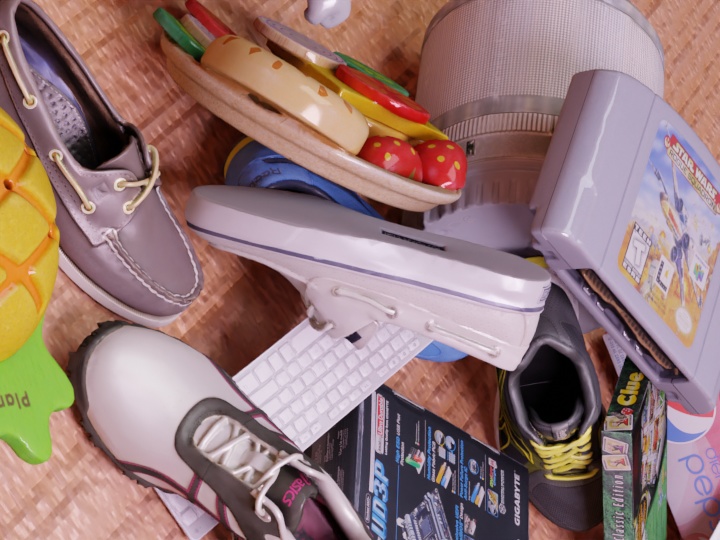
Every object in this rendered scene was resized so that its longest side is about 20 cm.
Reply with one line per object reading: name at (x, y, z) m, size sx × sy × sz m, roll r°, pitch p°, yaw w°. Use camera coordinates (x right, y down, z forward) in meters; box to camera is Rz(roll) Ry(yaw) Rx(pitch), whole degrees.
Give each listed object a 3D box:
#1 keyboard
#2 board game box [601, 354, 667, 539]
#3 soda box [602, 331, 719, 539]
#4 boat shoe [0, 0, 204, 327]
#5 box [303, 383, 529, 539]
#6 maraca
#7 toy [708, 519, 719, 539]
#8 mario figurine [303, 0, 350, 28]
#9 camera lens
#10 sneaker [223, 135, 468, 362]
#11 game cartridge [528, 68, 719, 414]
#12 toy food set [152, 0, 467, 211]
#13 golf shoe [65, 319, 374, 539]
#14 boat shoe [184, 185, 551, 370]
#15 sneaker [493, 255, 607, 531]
keyboard at (-0.035, 0.065, 1.220) m, size 0.200 × 0.011 × 0.056 m, roll -39°, pitch 107°, yaw -29°
board game box at (0.174, 0.137, 1.412) m, size 0.105 × 0.023 × 0.200 m, roll -67°, pitch 158°, yaw -46°
soda box at (0.236, 0.122, 1.540) m, size 0.200 × 0.070 × 0.063 m, roll 68°, pitch 16°, yaw 4°
boat shoe at (-0.143, -0.056, 1.172) m, size 0.200 × 0.059 × 0.072 m, roll 54°, pitch 37°, yaw -17°
box at (0.032, 0.178, 1.280) m, size 0.159 × 0.046 × 0.200 m, roll 31°, pitch 49°, yaw -39°
maraca at (-0.192, -0.002, 1.040) m, size 0.137 × 0.107 × 0.200 m, roll -9°, pitch 79°, yaw -54°
toy at (0.316, 0.153, 1.490) m, size 0.115 × 0.047 × 0.200 m, roll 36°, pitch 68°, yaw -9°
mario figurine at (-0.074, -0.196, 1.326) m, size 0.200 × 0.123 × 0.106 m, roll -27°, pitch 120°, yaw -64°
camera lens at (0.110, -0.077, 1.421) m, size 0.160 × 0.160 × 0.200 m, roll 38°, pitch 45°, yaw -34°
sneaker at (0.000, 0.000, 1.295) m, size 0.200 × 0.066 × 0.078 m, roll 41°, pitch 9°, yaw -26°
game cartridge at (0.172, -0.022, 1.319) m, size 0.200 × 0.041 × 0.133 m, roll 45°, pitch 59°, yaw -40°
toy food set at (-0.028, -0.097, 1.270) m, size 0.200 × 0.049 × 0.198 m, roll 21°, pitch 13°, yaw -36°
golf shoe at (-0.061, 0.096, 1.148) m, size 0.200 × 0.088 × 0.077 m, roll 44°, pitch 66°, yaw -15°
boat shoe at (-0.002, 0.008, 1.205) m, size 0.200 × 0.070 × 0.071 m, roll 15°, pitch 15°, yaw -3°
sneaker at (0.114, 0.091, 1.362) m, size 0.085 × 0.074 × 0.200 m, roll -95°, pitch 169°, yaw -57°
